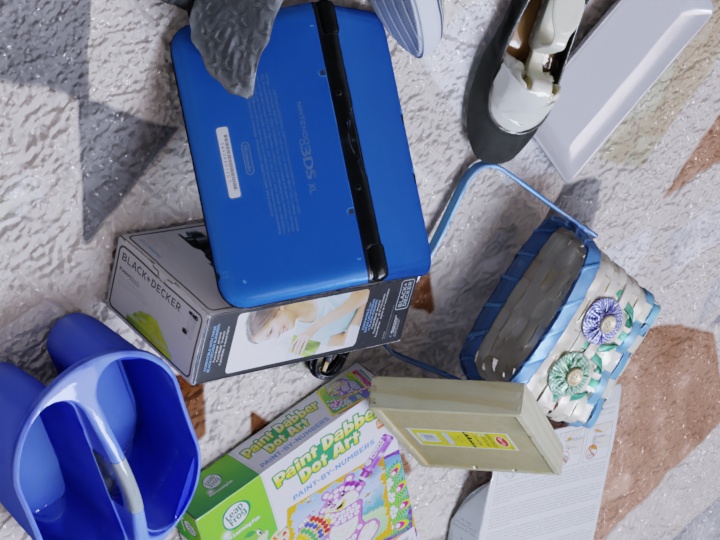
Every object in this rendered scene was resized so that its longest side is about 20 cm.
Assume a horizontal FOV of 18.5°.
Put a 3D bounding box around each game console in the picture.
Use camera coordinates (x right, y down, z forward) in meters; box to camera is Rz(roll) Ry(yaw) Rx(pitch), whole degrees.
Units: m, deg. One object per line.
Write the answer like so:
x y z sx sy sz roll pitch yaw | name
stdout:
-0.039 -0.082 1.571 0.170 0.118 0.201 -11 87 -9 | game console

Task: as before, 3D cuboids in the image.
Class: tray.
0.210 -0.175 1.826 0.200 0.022 0.107 -49 139 -7 | tray

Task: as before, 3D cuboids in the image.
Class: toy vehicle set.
0.090 0.128 1.801 0.200 0.124 0.027 54 41 -67 | toy vehicle set

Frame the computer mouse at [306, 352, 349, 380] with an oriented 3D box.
0.000 0.000 1.731 0.058 0.034 0.201 -9 123 -42 | computer mouse

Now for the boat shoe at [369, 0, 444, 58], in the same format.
0.033 -0.242 1.568 0.062 0.072 0.200 -35 134 -19 | boat shoe

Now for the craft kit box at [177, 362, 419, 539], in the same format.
-0.050 0.205 1.818 0.200 0.048 0.198 -35 134 -23 | craft kit box

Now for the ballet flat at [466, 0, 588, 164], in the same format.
0.133 -0.170 1.716 0.068 0.068 0.201 12 108 -17 | ballet flat

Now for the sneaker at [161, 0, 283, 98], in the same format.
-0.073 -0.222 1.455 0.104 0.060 0.200 25 104 -15 | sneaker

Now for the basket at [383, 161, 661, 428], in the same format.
0.135 0.025 1.815 0.199 0.139 0.177 27 97 -15 | basket

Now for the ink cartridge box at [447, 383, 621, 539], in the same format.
0.155 0.200 2.023 0.162 0.050 0.201 -9 114 -40 | ink cartridge box

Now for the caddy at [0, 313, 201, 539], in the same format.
-0.190 0.130 1.576 0.141 0.105 0.200 -35 136 -21 | caddy

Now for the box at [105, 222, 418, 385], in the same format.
-0.071 0.014 1.608 0.199 0.117 0.060 -11 127 -41 | box
